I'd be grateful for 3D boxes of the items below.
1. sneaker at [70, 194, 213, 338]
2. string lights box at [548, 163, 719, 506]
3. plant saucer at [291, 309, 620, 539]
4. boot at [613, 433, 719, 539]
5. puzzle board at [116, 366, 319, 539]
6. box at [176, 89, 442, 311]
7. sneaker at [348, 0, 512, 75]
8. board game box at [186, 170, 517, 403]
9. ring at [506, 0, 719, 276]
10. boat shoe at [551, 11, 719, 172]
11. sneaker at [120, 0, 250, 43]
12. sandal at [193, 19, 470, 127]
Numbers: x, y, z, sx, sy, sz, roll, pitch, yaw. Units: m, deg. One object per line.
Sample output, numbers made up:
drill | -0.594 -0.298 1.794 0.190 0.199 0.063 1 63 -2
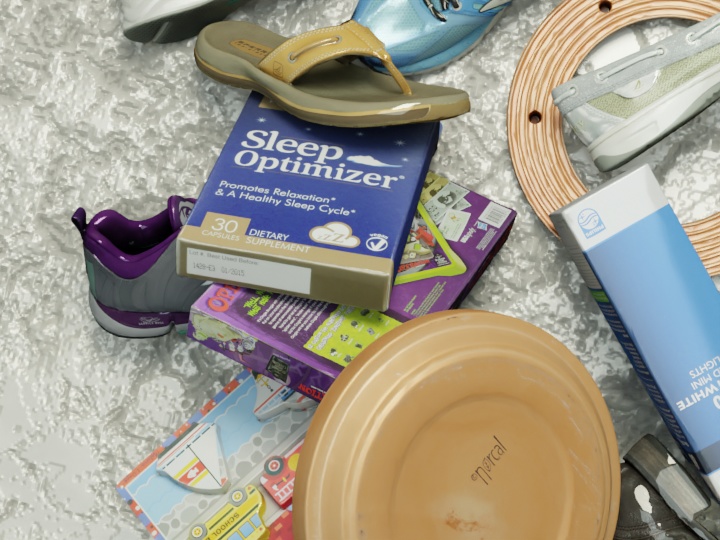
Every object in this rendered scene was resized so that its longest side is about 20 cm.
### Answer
sneaker | -0.076 -0.006 0.999 0.199 0.088 0.075 -5 43 6
string lights box | 0.185 0.040 0.954 0.059 0.103 0.201 -30 90 3
plant saucer | 0.059 0.122 0.875 0.199 0.032 0.201 -2 94 -29
boot | 0.152 0.212 0.950 0.174 0.069 0.200 -37 72 -1
puzzle board | -0.026 0.107 0.935 0.200 0.017 0.151 -42 61 -6
box | -0.023 -0.056 0.968 0.121 0.200 0.033 9 127 7
sneaker | 0.074 -0.196 1.009 0.200 0.090 0.079 -34 81 5
board game box | 0.000 0.000 0.956 0.120 0.200 0.032 29 133 11
ring | 0.191 -0.092 1.021 0.199 0.019 0.202 -1 85 6
boat shoe | 0.210 -0.140 0.979 0.202 0.074 0.065 -37 86 9
sneaker | -0.065 -0.210 1.038 0.199 0.070 0.081 -15 80 6
sandal | -0.023 -0.129 0.990 0.199 0.080 0.054 24 120 35
